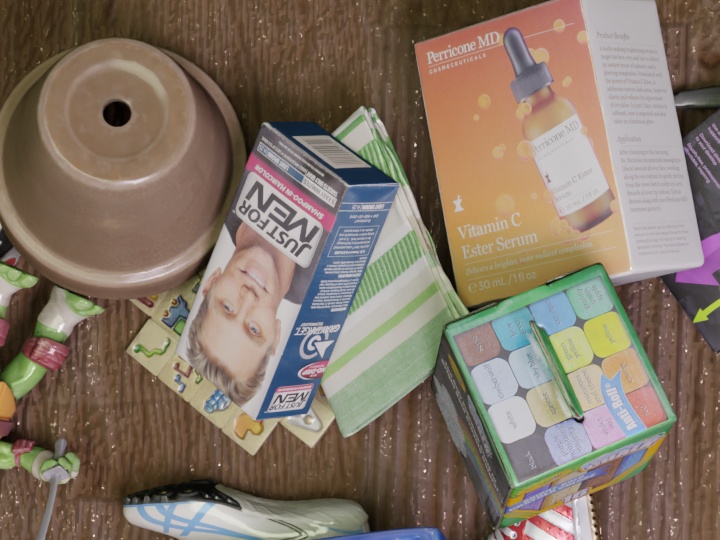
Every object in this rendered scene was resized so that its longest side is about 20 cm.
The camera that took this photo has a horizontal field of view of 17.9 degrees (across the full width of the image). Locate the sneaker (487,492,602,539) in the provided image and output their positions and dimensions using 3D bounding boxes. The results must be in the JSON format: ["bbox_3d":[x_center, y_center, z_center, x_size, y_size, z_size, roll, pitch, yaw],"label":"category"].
[{"bbox_3d":[0.120,0.184,1.690,0.112,0.071,0.201,-7,88,9],"label":"sneaker"}]

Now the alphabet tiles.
[{"bbox_3d":[-0.084,0.038,1.776,0.200,0.006,0.167,38,95,12],"label":"alphabet tiles"}]

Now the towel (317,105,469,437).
[{"bbox_3d":[0.000,0.000,1.698,0.152,0.023,0.201,-38,67,36],"label":"towel"}]

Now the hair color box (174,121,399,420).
[{"bbox_3d":[-0.056,0.000,1.693,0.100,0.060,0.201,37,116,34],"label":"hair color box"}]

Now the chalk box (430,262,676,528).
[{"bbox_3d":[0.131,0.082,1.558,0.123,0.200,0.125,-21,75,-8],"label":"chalk box"}]

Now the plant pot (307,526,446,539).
[{"bbox_3d":[-0.006,0.320,1.626,0.199,0.180,0.201,-12,44,25],"label":"plant pot"}]

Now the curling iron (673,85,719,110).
[{"bbox_3d":[0.325,-0.130,1.674,0.199,0.050,0.026,-6,86,18],"label":"curling iron"}]

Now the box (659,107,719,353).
[{"bbox_3d":[0.295,-0.055,1.655,0.200,0.036,0.143,-40,79,22],"label":"box"}]

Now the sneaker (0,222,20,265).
[{"bbox_3d":[-0.326,-0.013,1.810,0.200,0.081,0.083,-45,65,-2],"label":"sneaker"}]

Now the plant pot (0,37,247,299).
[{"bbox_3d":[-0.178,-0.091,1.690,0.199,0.175,0.201,1,78,-6],"label":"plant pot"}]

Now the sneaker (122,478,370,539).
[{"bbox_3d":[-0.090,0.201,1.740,0.199,0.072,0.073,7,98,16],"label":"sneaker"}]

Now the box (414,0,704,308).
[{"bbox_3d":[0.142,-0.084,1.652,0.152,0.106,0.201,-14,84,37],"label":"box"}]

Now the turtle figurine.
[{"bbox_3d":[-0.269,0.101,1.732,0.143,0.200,0.195,24,88,-1],"label":"turtle figurine"}]
